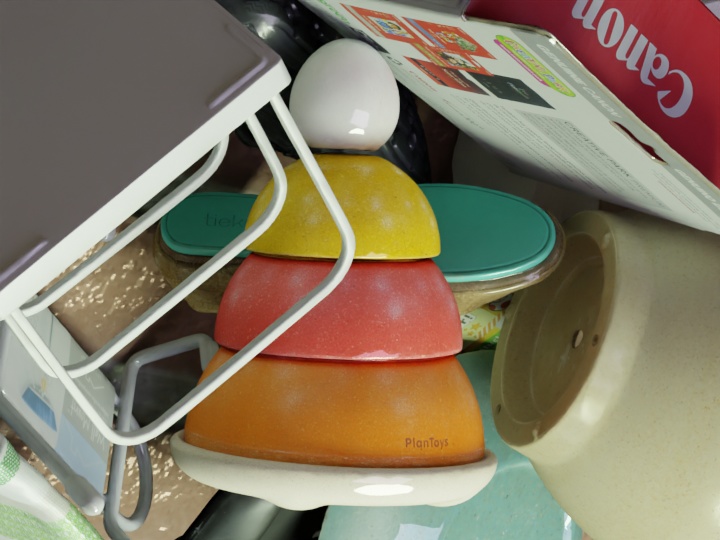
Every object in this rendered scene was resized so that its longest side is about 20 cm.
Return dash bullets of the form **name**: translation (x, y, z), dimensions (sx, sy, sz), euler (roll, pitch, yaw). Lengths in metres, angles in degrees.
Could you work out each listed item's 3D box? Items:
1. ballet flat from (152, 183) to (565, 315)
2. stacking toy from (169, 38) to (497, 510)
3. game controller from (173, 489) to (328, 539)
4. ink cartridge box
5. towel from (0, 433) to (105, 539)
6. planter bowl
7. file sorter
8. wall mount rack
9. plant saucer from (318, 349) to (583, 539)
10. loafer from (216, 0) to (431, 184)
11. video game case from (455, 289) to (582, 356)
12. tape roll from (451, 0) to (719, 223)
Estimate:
- **ballet flat**: translation (0.000, 0.000, 1.051), dimensions (0.199, 0.068, 0.073), euler (-1, 140, 7)
- **stacking toy**: translation (-0.006, -0.001, 0.963), dimensions (0.145, 0.146, 0.201), euler (2, 94, -40)
- **game controller**: translation (-0.013, 0.119, 1.114), dimensions (0.199, 0.042, 0.105), euler (-7, 134, -50)
- **ink cartridge box**: translation (0.089, -0.102, 0.953), dimensions (0.200, 0.175, 0.084), euler (34, 81, -43)
- **towel**: translation (-0.172, 0.121, 0.997), dimensions (0.031, 0.149, 0.200), euler (-60, 141, -24)
- **planter bowl**: translation (0.146, 0.048, 1.045), dimensions (0.134, 0.200, 0.201), euler (20, 107, -19)
- **file sorter**: translation (-0.118, -0.050, 0.883), dimensions (0.139, 0.200, 0.125), euler (-39, 140, -10)
- **wall mount rack**: translation (-0.117, 0.071, 0.993), dimensions (0.074, 0.175, 0.200), euler (-14, 139, 18)
- **plant saucer**: translation (0.060, 0.142, 1.113), dimensions (0.200, 0.039, 0.202), euler (-16, 115, -40)
- **loafer**: translation (-0.028, -0.084, 1.034), dimensions (0.070, 0.068, 0.200), euler (-20, 149, 21)
- **video game case**: translation (0.045, 0.074, 1.172), dimensions (0.200, 0.023, 0.182), euler (-37, 142, 24)
- **tape roll**: translation (0.149, -0.068, 1.176), dimensions (0.202, 0.071, 0.203), euler (-21, 129, -27)
